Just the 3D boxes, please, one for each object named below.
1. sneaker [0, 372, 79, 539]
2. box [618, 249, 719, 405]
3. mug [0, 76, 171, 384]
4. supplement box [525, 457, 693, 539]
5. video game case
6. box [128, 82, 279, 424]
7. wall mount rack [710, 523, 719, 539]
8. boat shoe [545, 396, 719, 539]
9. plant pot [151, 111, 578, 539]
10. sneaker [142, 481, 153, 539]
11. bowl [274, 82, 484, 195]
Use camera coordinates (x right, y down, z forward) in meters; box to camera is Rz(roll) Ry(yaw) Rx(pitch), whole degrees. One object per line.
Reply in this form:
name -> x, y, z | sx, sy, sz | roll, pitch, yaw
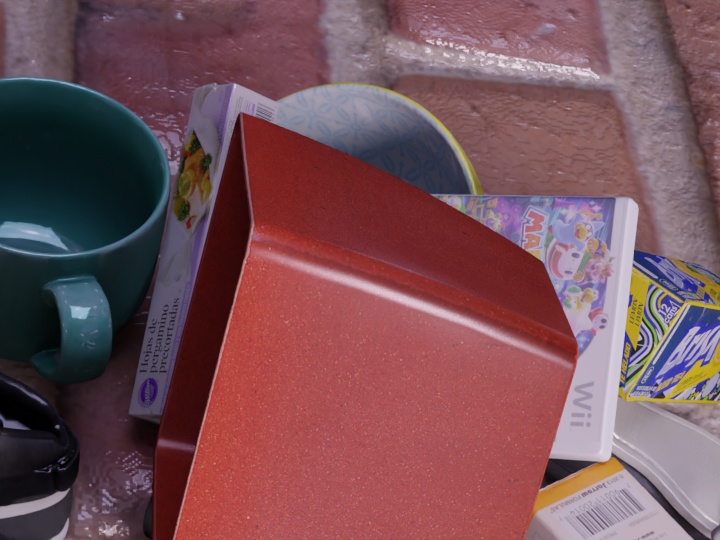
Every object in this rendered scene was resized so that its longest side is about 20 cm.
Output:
sneaker -> -0.247, 0.090, 1.285 | 0.198, 0.112, 0.073 | 6, 41, -13
box -> 0.180, 0.034, 1.441 | 0.064, 0.070, 0.200 | 35, 10, 21
mug -> -0.196, -0.011, 1.408 | 0.151, 0.115, 0.186 | 19, 43, 1
supplement box -> 0.155, 0.215, 1.274 | 0.073, 0.127, 0.200 | -20, 54, -36
video game case -> 0.051, 0.028, 1.343 | 0.198, 0.018, 0.144 | 2, 75, 26
box -> -0.090, -0.008, 1.406 | 0.041, 0.039, 0.202 | 20, 75, -41
wall mount rack -> 0.283, 0.203, 1.351 | 0.173, 0.075, 0.201 | 14, 52, -30
boat shoe -> 0.162, 0.120, 1.425 | 0.199, 0.060, 0.074 | 33, 38, -3
plant pot -> 0.002, 0.059, 1.217 | 0.175, 0.201, 0.200 | 13, 18, -9
sneaker -> -0.061, 0.161, 1.294 | 0.114, 0.076, 0.201 | 1, 22, -2
bowl -> 0.000, 0.000, 1.448 | 0.200, 0.200, 0.108 | 47, 7, 30
